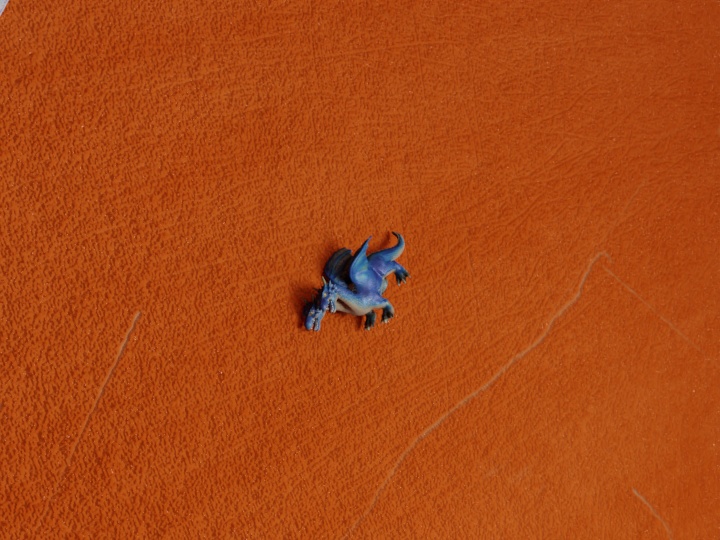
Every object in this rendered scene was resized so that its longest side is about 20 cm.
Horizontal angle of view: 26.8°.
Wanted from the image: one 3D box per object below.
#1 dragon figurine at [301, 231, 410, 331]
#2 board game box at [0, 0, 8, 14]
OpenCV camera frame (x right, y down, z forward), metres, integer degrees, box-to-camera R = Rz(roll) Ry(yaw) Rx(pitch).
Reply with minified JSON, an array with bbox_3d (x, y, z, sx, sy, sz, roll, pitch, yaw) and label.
[{"bbox_3d":[0.000,0.000,1.748,0.099,0.059,0.201,42,52,-23],"label":"dragon figurine"},{"bbox_3d":[-0.421,-0.361,1.517,0.200,0.041,0.200,38,52,-25],"label":"board game box"}]
